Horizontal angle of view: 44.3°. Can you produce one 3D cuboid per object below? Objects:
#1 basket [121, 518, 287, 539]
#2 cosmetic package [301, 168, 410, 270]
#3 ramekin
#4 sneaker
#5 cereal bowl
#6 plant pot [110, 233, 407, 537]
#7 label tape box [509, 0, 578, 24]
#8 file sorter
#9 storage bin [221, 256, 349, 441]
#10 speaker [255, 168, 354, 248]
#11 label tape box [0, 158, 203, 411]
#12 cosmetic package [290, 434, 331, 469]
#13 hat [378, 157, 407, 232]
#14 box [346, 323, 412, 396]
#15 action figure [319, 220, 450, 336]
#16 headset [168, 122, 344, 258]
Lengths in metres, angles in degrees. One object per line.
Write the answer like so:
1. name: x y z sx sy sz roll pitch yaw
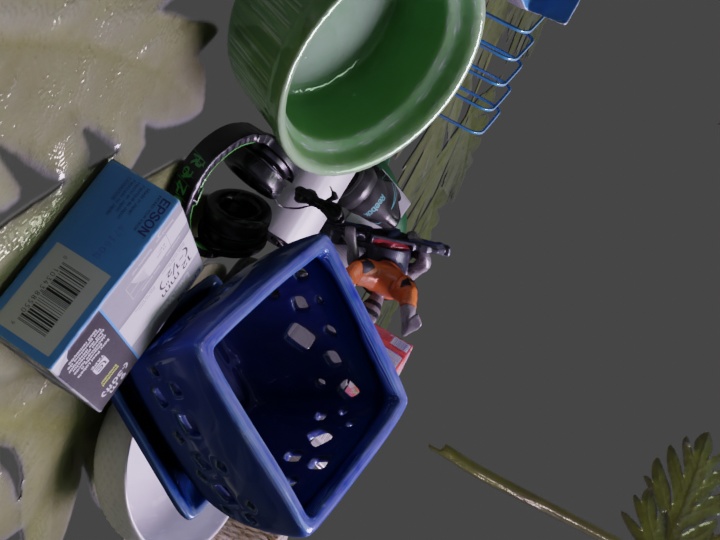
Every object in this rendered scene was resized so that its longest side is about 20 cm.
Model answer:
1. basket: -0.223 0.398 1.228 0.198 0.200 0.161 -2 116 -80
2. cosmetic package: -0.027 -0.038 1.197 0.102 0.074 0.200 -7 -138 56
3. ramekin: -0.008 -0.183 0.701 0.200 0.098 0.200 -31 150 -20
4. sneaker: 0.003 -0.100 1.115 0.075 0.079 0.200 -48 -162 12
5. cereal bowl: -0.201 0.185 0.913 0.200 0.083 0.201 -17 109 -58
6. plant pot: -0.103 0.106 0.806 0.179 0.200 0.200 -13 -159 37
7. label tape box: 0.137 -0.340 0.820 0.144 0.200 0.066 -59 170 -8
8. file sorter: 0.194 -0.341 1.424 0.139 0.122 0.200 -48 165 -50
9. storage bin: -0.099 0.098 1.029 0.135 0.094 0.200 -55 142 -31
10. speaker: -0.045 -0.115 0.952 0.200 0.081 0.081 -59 171 -8
11. label tape box: -0.186 0.027 0.675 0.143 0.066 0.200 -57 169 -18
12. cosmetic package: -0.111 0.216 1.247 0.200 0.107 0.090 -10 -141 51
13. hat: 0.068 -0.066 1.405 0.200 0.176 0.166 -63 171 14
14. box: -0.037 0.122 1.347 0.103 0.200 0.095 -47 164 -56
15. action figure: 0.000 0.000 1.069 0.194 0.199 0.105 -64 168 -66
16. headset: -0.091 -0.065 0.810 0.200 0.094 0.124 -9 129 -64
